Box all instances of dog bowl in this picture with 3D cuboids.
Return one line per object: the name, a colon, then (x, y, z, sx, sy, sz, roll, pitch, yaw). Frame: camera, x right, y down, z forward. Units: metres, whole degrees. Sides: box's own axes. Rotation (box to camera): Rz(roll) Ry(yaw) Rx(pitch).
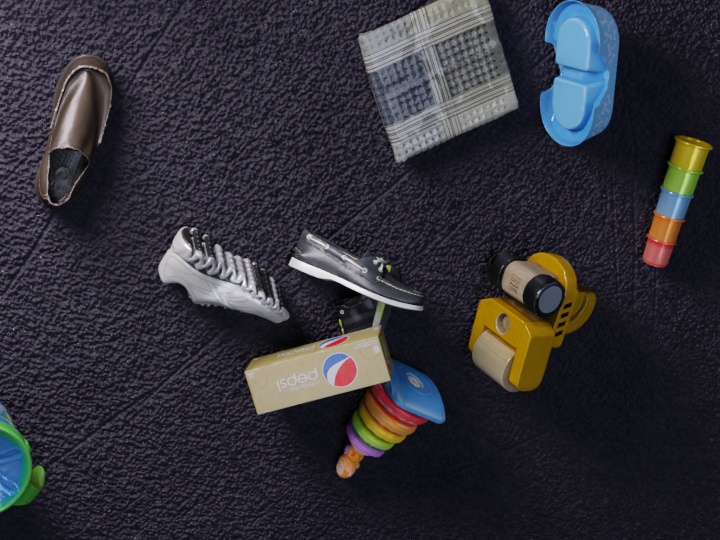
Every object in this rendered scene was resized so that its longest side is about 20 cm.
dog bowl: (0.309, -0.277, 1.595, 0.049, 0.111, 0.202, -12, 115, -30)

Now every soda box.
soda box: (-0.058, 0.139, 1.598, 0.198, 0.064, 0.068, -15, 101, 8)

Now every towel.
towel: (0.109, -0.272, 1.566, 0.198, 0.035, 0.194, -24, 114, -8)

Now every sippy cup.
sippy cup: (-0.498, 0.228, 1.472, 0.138, 0.130, 0.180, -18, 116, -14)

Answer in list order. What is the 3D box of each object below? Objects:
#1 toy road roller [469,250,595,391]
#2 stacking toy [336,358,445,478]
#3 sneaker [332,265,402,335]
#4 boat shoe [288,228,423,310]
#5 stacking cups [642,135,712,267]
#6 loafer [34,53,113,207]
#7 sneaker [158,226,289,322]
toy road roller: (0.264, 0.073, 1.701, 0.145, 0.123, 0.202, 3, 111, -34)
stacking toy: (0.022, 0.235, 1.702, 0.109, 0.116, 0.201, 25, 114, -32)
sneaker: (-0.005, 0.072, 1.647, 0.082, 0.072, 0.202, 19, 103, -2)
boat shoe: (0.000, 0.000, 1.565, 0.198, 0.076, 0.061, 20, 91, 5)
stacking cups: (0.483, -0.105, 1.761, 0.060, 0.061, 0.202, 4, 114, -22)
loafer: (-0.348, -0.165, 1.407, 0.072, 0.071, 0.202, 11, 106, -24)
sneaker: (-0.184, 0.020, 1.550, 0.199, 0.075, 0.081, 33, 110, -26)
